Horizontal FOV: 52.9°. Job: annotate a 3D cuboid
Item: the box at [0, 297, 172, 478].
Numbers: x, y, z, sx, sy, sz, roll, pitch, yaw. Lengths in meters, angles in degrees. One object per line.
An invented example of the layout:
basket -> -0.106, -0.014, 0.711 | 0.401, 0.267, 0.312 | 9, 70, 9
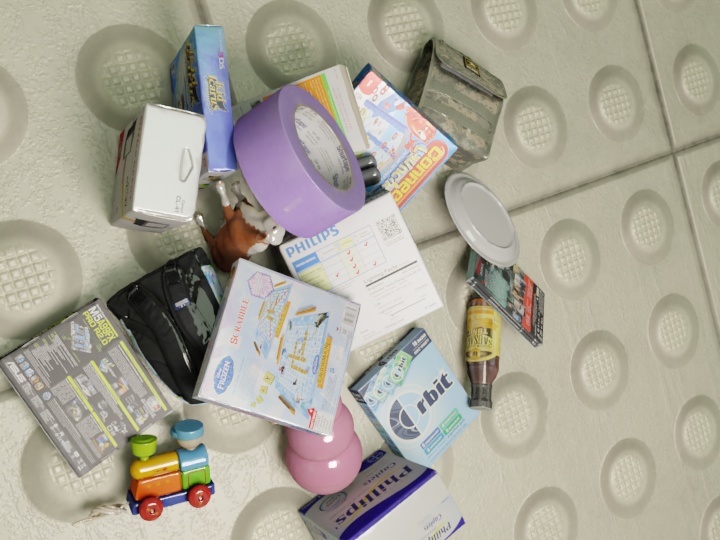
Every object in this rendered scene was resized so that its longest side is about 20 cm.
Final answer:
box -> -0.391, 0.166, 1.036 | 0.160, 0.044, 0.201 | -36, 104, -25

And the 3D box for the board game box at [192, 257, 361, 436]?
board game box -> -0.113, 0.111, 1.024 | 0.198, 0.041, 0.202 | 22, 68, -20

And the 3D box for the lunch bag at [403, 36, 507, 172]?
lunch bag -> 0.168, -0.307, 1.305 | 0.163, 0.117, 0.202 | 25, 72, -20

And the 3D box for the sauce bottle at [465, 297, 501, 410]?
sauce bottle -> 0.225, 0.152, 1.320 | 0.066, 0.066, 0.202 | 14, 68, -26

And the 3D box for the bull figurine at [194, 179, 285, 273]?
bull figurine -> -0.181, -0.064, 1.075 | 0.065, 0.200, 0.122 | -20, 80, -38

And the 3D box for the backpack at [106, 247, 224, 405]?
backpack -> -0.245, 0.096, 1.058 | 0.162, 0.154, 0.201 | -33, 79, -6

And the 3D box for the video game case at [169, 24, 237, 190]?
video game case -> -0.234, -0.229, 1.058 | 0.045, 0.181, 0.202 | -6, 90, -26

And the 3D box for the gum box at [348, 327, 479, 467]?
gum box -> 0.099, 0.232, 1.282 | 0.170, 0.044, 0.201 | -40, 104, -23

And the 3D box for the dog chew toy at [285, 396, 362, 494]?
dog chew toy -> -0.062, 0.253, 1.126 | 0.124, 0.124, 0.201 | -25, 129, -26

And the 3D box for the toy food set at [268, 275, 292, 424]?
toy food set -> -0.125, 0.125, 1.164 | 0.143, 0.060, 0.201 | -27, 100, -25

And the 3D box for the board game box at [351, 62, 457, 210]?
board game box -> 0.023, -0.199, 1.201 | 0.195, 0.056, 0.200 | 36, 108, -20

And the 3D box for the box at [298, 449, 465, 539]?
box -> 0.029, 0.392, 1.151 | 0.183, 0.200, 0.106 | -31, 101, -25

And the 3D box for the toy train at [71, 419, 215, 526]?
toy train -> -0.313, 0.289, 1.035 | 0.198, 0.084, 0.117 | -7, 103, -27

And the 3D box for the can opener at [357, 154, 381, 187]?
can opener -> -0.063, -0.131, 1.174 | 0.198, 0.067, 0.053 | -20, 60, 6

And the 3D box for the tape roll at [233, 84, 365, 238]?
tape roll -> -0.082, -0.153, 1.025 | 0.200, 0.085, 0.201 | 44, 30, -35

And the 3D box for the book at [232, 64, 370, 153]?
book -> -0.098, -0.223, 1.137 | 0.198, 0.048, 0.135 | -15, 97, 18

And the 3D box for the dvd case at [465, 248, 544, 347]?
dvd case -> 0.276, 0.032, 1.357 | 0.200, 0.022, 0.147 | 42, 38, -21

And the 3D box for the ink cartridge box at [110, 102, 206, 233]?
ink cartridge box -> -0.289, -0.136, 1.015 | 0.085, 0.200, 0.149 | 8, 84, -25

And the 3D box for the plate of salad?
plate of salad -> 0.219, -0.090, 1.334 | 0.199, 0.048, 0.201 | 28, 44, -31

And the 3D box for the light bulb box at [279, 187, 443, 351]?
light bulb box -> 0.000, 0.000, 1.161 | 0.197, 0.125, 0.201 | -26, 100, 1
